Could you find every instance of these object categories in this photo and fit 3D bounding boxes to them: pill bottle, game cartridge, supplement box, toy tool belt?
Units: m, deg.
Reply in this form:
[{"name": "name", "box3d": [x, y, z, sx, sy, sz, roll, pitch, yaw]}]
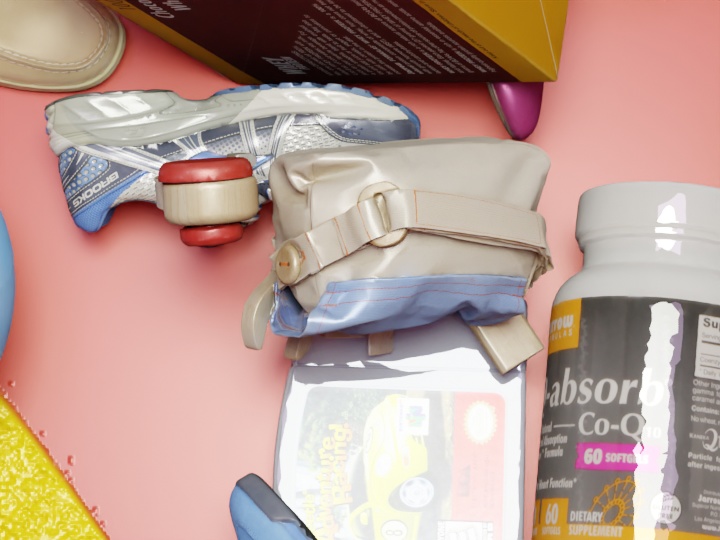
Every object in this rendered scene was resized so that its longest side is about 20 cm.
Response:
[{"name": "pill bottle", "box3d": [0.150, 0.062, 1.077, 0.116, 0.116, 0.200, 5, 79, 2]}, {"name": "game cartridge", "box3d": [0.021, 0.112, 1.113, 0.133, 0.041, 0.200, 0, 79, 6]}, {"name": "supplement box", "box3d": [-0.022, -0.186, 1.057, 0.200, 0.197, 0.133, 2, 77, 31]}, {"name": "toy tool belt", "box3d": [0.000, 0.000, 1.054, 0.200, 0.125, 0.123, -6, 96, -22]}]

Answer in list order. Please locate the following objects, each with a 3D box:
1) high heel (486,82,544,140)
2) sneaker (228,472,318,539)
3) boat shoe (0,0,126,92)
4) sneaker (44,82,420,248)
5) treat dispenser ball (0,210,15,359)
[{"name": "high heel", "box3d": [0.106, -0.170, 1.147, 0.096, 0.067, 0.200, -8, 75, 11]}, {"name": "sneaker", "box3d": [-0.022, 0.197, 1.047, 0.078, 0.066, 0.200, -33, 81, 0]}, {"name": "boat shoe", "box3d": [-0.224, -0.157, 1.154, 0.200, 0.065, 0.072, 25, 80, 1]}, {"name": "sneaker", "box3d": [-0.066, -0.056, 1.137, 0.200, 0.077, 0.085, -3, 93, 2]}, {"name": "treat dispenser ball", "box3d": [-0.274, 0.007, 1.056, 0.201, 0.201, 0.201, 0, 79, 1]}]
